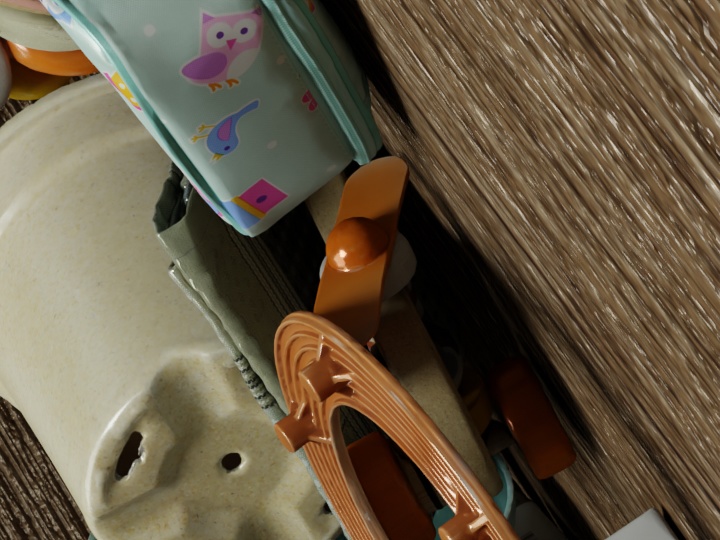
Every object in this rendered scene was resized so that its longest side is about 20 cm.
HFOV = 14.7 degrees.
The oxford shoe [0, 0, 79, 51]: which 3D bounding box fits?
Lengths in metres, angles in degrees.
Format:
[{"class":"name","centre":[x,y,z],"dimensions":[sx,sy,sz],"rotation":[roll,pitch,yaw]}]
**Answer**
[{"class":"oxford shoe","centre":[-0.135,-0.114,1.097],"dimensions":[0.200,0.074,0.071],"rotation":[6,-122,-51]}]

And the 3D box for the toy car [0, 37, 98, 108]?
[{"class":"toy car","centre":[-0.201,-0.193,1.579],"dimensions":[0.150,0.175,0.200],"rotation":[-10,119,48]}]

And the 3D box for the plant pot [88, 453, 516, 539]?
[{"class":"plant pot","centre":[-0.016,0.172,1.301],"dimensions":[0.200,0.200,0.135],"rotation":[-130,26,-62]}]

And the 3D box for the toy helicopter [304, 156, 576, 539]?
[{"class":"toy helicopter","centre":[0.000,0.000,1.045],"dimensions":[0.200,0.079,0.132],"rotation":[63,-178,30]}]

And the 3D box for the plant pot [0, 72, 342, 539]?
[{"class":"plant pot","centre":[-0.079,0.038,1.254],"dimensions":[0.201,0.200,0.184],"rotation":[59,-179,-37]}]

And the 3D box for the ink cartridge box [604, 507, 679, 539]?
[{"class":"ink cartridge box","centre":[0.134,0.193,0.970],"dimensions":[0.200,0.068,0.115],"rotation":[56,176,19]}]

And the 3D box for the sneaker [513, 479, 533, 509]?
[{"class":"sneaker","centre":[0.053,0.112,1.464],"dimensions":[0.088,0.075,0.200],"rotation":[-99,-16,-59]}]

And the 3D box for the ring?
[{"class":"ring","centre":[0.024,0.103,0.954],"dimensions":[0.201,0.019,0.201],"rotation":[51,165,20]}]

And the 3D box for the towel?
[{"class":"towel","centre":[-0.021,0.011,1.136],"dimensions":[0.200,0.034,0.193],"rotation":[59,-157,-24]}]

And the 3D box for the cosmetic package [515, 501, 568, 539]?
[{"class":"cosmetic package","centre":[0.119,0.224,1.412],"dimensions":[0.200,0.074,0.102],"rotation":[60,175,-26]}]

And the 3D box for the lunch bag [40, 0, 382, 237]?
[{"class":"lunch bag","centre":[-0.074,-0.116,0.963],"dimensions":[0.200,0.077,0.160],"rotation":[57,-177,32]}]
